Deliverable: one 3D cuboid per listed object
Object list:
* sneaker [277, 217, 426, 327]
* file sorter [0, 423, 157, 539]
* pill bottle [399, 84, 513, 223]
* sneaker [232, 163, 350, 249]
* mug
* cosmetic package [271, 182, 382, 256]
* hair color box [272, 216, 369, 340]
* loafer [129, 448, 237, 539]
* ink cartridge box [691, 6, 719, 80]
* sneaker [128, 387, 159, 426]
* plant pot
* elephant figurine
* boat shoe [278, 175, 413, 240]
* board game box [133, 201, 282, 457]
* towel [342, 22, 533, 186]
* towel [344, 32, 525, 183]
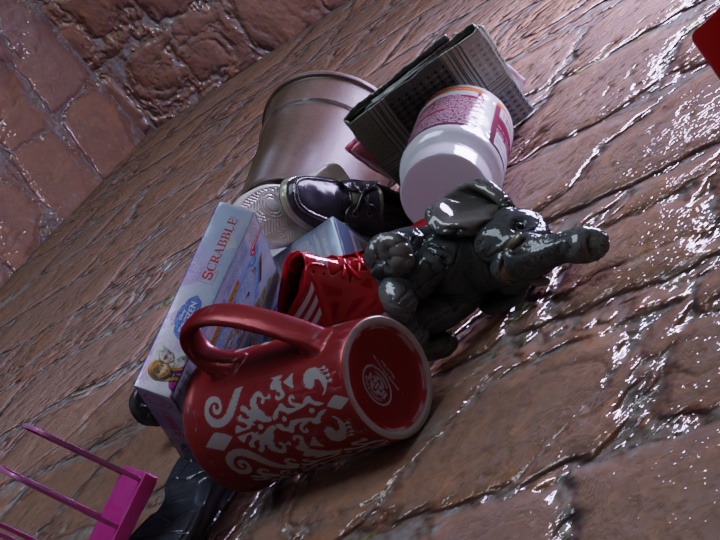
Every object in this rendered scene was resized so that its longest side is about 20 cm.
[{"bbox_3d":[0.000,0.000,1.666,0.200,0.116,0.078,-48,38,-7],"label":"sneaker"},{"bbox_3d":[-0.291,0.249,1.490,0.200,0.125,0.139,-65,12,-10],"label":"file sorter"},{"bbox_3d":[0.104,-0.120,1.807,0.114,0.114,0.200,-33,15,22],"label":"pill bottle"},{"bbox_3d":[-0.089,-0.056,1.814,0.084,0.075,0.200,-32,-6,40],"label":"sneaker"},{"bbox_3d":[-0.059,0.108,1.436,0.200,0.177,0.134,-19,58,43],"label":"mug"},{"bbox_3d":[-0.043,-0.011,1.913,0.200,0.081,0.113,-27,18,43],"label":"cosmetic package"},{"bbox_3d":[-0.071,0.033,1.784,0.200,0.099,0.061,-33,51,22],"label":"hair color box"},{"bbox_3d":[-0.159,0.240,1.502,0.072,0.063,0.200,-12,32,31],"label":"loafer"},{"bbox_3d":[0.391,-0.221,1.394,0.200,0.116,0.067,-43,15,-10],"label":"ink cartridge box"},{"bbox_3d":[-0.213,0.132,1.942,0.200,0.076,0.115,-38,5,-41],"label":"sneaker"},{"bbox_3d":[-0.056,-0.113,2.057,0.200,0.200,0.198,-29,25,35],"label":"plant pot"},{"bbox_3d":[0.114,-0.011,1.484,0.200,0.155,0.142,-28,-28,4],"label":"elephant figurine"},{"bbox_3d":[0.002,-0.069,1.789,0.065,0.200,0.072,-27,56,43],"label":"boat shoe"},{"bbox_3d":[-0.139,0.066,1.594,0.200,0.041,0.200,75,-145,-63],"label":"board game box"},{"bbox_3d":[0.092,-0.189,1.932,0.192,0.200,0.035,-35,55,6],"label":"towel"},{"bbox_3d":[0.089,-0.189,1.972,0.200,0.146,0.030,-45,52,15],"label":"towel"}]
